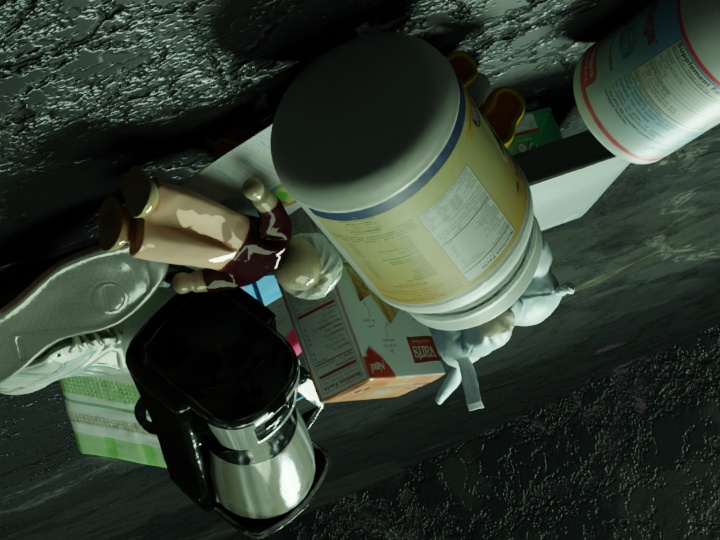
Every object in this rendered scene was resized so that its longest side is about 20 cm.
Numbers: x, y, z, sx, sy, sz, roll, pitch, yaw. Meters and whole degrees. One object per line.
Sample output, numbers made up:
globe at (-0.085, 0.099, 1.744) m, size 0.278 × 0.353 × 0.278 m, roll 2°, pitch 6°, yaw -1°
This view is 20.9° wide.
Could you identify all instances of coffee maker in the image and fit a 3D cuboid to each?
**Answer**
coffee maker at (-0.129, 0.109, 1.633) m, size 0.190 × 0.135 × 0.201 m, roll 13°, pitch 148°, yaw 15°

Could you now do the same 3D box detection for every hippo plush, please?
hippo plush at (0.156, 0.028, 2.082) m, size 0.160 × 0.202 × 0.159 m, roll -23°, pitch -168°, yaw -26°

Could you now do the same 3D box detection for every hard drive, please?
hard drive at (0.165, -0.073, 1.768) m, size 0.138 × 0.033 × 0.200 m, roll -19°, pitch 168°, yaw -14°

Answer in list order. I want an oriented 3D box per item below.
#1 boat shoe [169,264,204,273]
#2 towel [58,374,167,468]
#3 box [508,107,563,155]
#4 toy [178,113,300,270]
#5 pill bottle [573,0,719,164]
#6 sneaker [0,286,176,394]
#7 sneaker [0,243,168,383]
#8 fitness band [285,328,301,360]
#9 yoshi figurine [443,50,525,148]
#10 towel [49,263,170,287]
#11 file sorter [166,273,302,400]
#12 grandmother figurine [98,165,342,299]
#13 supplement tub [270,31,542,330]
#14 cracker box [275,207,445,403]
boat shoe at (-0.122, -0.022, 1.640) m, size 0.066 × 0.075 × 0.199 m, roll -37°, pitch 166°, yaw 35°
towel at (-0.209, 0.120, 1.838) m, size 0.148 × 0.031 × 0.201 m, roll 11°, pitch 143°, yaw 8°
box at (0.093, -0.081, 1.795) m, size 0.116 × 0.049 × 0.200 m, roll -14°, pitch 164°, yaw -28°
toy at (-0.085, -0.077, 1.492) m, size 0.199 × 0.047 × 0.115 m, roll -35°, pitch 150°, yaw 18°
pill bottle at (0.266, -0.171, 1.523) m, size 0.108 × 0.110 × 0.200 m, roll -10°, pitch 164°, yaw -40°
sneaker at (-0.247, 0.062, 1.717) m, size 0.199 × 0.071 × 0.080 m, roll -18°, pitch 167°, yaw 2°
sneaker at (-0.240, 0.012, 1.585) m, size 0.199 × 0.071 × 0.099 m, roll -30°, pitch -154°, yaw 15°
fitness band at (-0.080, 0.031, 1.823) m, size 0.037 × 0.145 × 0.199 m, roll 25°, pitch -167°, yaw 28°
yoshi figurine at (0.046, -0.091, 1.551) m, size 0.111 × 0.114 × 0.200 m, roll -3°, pitch 165°, yaw -20°
towel at (-0.250, 0.019, 1.744) m, size 0.151 × 0.024 × 0.200 m, roll -18°, pitch 170°, yaw -4°
file sorter at (-0.130, 0.076, 1.949) m, size 0.199 × 0.124 × 0.138 m, roll -8°, pitch 164°, yaw -47°
grandmother figurine at (-0.099, -0.019, 1.470) m, size 0.199 × 0.061 × 0.121 m, roll 16°, pitch 142°, yaw -36°
supplement tub at (0.039, -0.059, 1.402) m, size 0.143 × 0.145 × 0.200 m, roll -23°, pitch 140°, yaw 16°
cracker box at (-0.012, 0.007, 1.637) m, size 0.057 × 0.202 × 0.134 m, roll -25°, pitch 167°, yaw 27°
